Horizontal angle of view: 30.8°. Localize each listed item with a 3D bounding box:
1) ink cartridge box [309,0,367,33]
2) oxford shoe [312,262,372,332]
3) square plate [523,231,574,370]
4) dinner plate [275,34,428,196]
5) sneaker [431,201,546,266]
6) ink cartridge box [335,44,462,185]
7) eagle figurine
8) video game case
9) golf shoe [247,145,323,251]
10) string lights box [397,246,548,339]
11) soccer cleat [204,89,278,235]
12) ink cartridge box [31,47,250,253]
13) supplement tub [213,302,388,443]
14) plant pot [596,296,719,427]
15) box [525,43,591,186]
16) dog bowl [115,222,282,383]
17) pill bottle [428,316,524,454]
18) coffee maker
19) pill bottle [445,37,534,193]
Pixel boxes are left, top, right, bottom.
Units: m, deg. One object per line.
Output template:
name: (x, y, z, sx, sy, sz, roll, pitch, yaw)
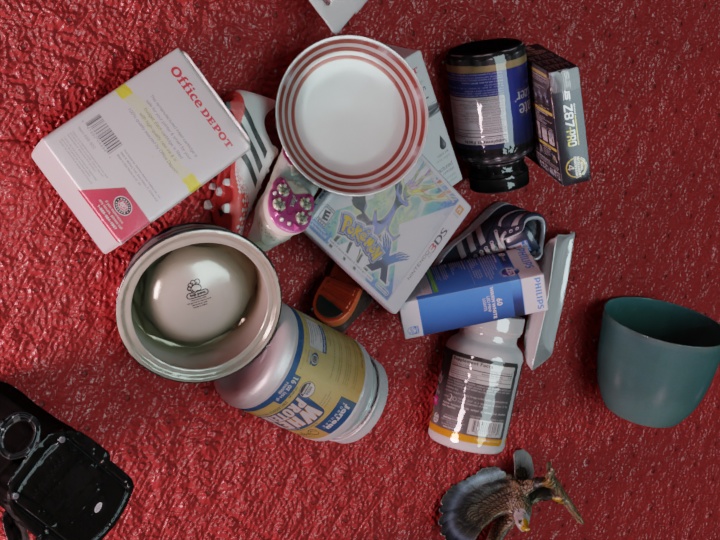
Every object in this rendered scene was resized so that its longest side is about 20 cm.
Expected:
ink cartridge box: (-0.019, -0.406, 1.645, 0.200, 0.068, 0.115, -51, 126, -17)
oxford shoe: (0.000, 0.000, 1.773, 0.200, 0.071, 0.073, -55, 158, -20)
square plate: (0.281, 0.040, 1.956, 0.198, 0.028, 0.200, -9, 110, -73)
dinner plate: (-0.011, -0.191, 1.619, 0.200, 0.024, 0.200, 1, 86, -17)
sneaker: (0.184, -0.018, 1.869, 0.200, 0.108, 0.070, -48, 124, -19)
ink cartridge box: (0.033, -0.178, 1.729, 0.145, 0.083, 0.200, -35, 121, -25)
eagle figurine: (0.221, 0.372, 2.003, 0.200, 0.151, 0.152, -30, 77, 4)
video game case: (0.035, -0.070, 1.693, 0.200, 0.022, 0.182, 43, 77, -35)
golf shoe: (-0.091, -0.103, 1.631, 0.075, 0.092, 0.200, 37, 43, -12)
string lights box: (0.147, 0.029, 1.798, 0.200, 0.103, 0.059, -11, 114, -1)
soccer cleat: (-0.142, -0.123, 1.620, 0.085, 0.069, 0.200, -2, 97, -33)
ink cartridge box: (-0.248, -0.136, 1.494, 0.200, 0.083, 0.145, -39, 97, -24)
supplement tub: (-0.075, 0.135, 1.682, 0.200, 0.145, 0.145, 29, 83, -38)
plant pot: (0.467, 0.153, 2.084, 0.200, 0.201, 0.161, -4, 114, -37)
box: (0.263, -0.221, 1.829, 0.049, 0.200, 0.161, -13, 109, -5)
dog bowl: (-0.199, 0.031, 1.574, 0.200, 0.074, 0.200, -7, 114, -15)
pill bottle: (0.172, 0.158, 1.899, 0.116, 0.116, 0.200, 8, 95, -39)
coffee maker: (-0.369, 0.196, 1.434, 0.135, 0.200, 0.192, -32, 121, -30)
pill bottle: (0.184, -0.214, 1.820, 0.112, 0.112, 0.200, -22, 113, -32)
